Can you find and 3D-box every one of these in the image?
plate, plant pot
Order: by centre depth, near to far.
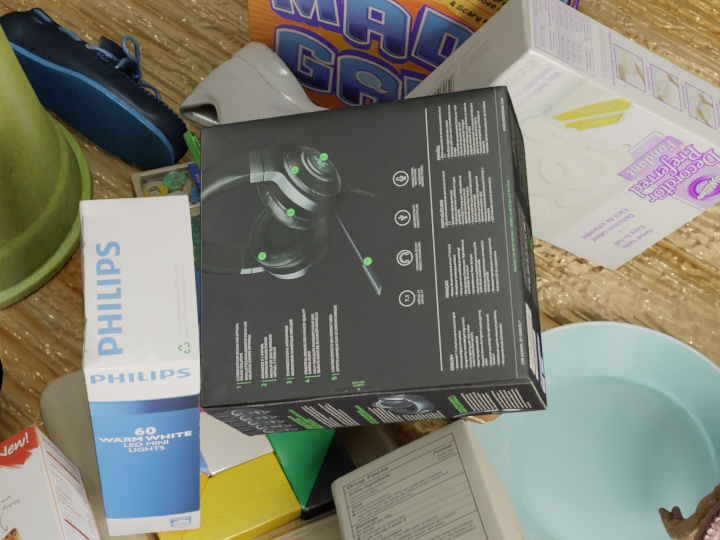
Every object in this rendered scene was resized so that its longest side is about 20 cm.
[{"bbox_3d":[0.164,0.124,0.833,0.199,0.026,0.201,1,58,-2],"label":"plate"},{"bbox_3d":[-0.293,-0.098,0.866,0.200,0.184,0.201,1,56,-1],"label":"plant pot"}]

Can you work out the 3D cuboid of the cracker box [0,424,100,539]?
[{"bbox_3d":[-0.203,0.198,0.703,0.134,0.058,0.200,-31,45,1],"label":"cracker box"}]

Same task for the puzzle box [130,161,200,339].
[{"bbox_3d":[-0.071,-0.007,0.886,0.133,0.025,0.200,-13,49,-16],"label":"puzzle box"}]

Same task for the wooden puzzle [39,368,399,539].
[{"bbox_3d":[-0.085,0.113,0.824,0.199,0.037,0.185,-21,61,-15],"label":"wooden puzzle"}]

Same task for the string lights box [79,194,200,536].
[{"bbox_3d":[-0.120,0.059,0.717,0.059,0.200,0.103,-3,57,-9],"label":"string lights box"}]

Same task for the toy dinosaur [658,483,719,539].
[{"bbox_3d":[0.255,0.129,0.739,0.199,0.136,0.086,-17,66,-21],"label":"toy dinosaur"}]

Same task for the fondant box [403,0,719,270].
[{"bbox_3d":[0.140,-0.085,0.849,0.200,0.144,0.058,20,52,-28],"label":"fondant box"}]

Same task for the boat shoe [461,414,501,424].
[{"bbox_3d":[0.054,0.019,0.873,0.076,0.074,0.200,26,38,-37],"label":"boat shoe"}]

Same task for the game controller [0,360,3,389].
[{"bbox_3d":[-0.318,0.051,0.831,0.200,0.042,0.105,31,93,16],"label":"game controller"}]

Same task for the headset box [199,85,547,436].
[{"bbox_3d":[0.000,0.000,0.758,0.199,0.093,0.175,-7,72,12],"label":"headset box"}]

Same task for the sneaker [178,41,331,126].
[{"bbox_3d":[-0.053,-0.079,0.900,0.088,0.075,0.200,-34,50,-16],"label":"sneaker"}]

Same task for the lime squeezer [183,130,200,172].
[{"bbox_3d":[-0.051,-0.027,0.845,0.200,0.071,0.038,24,16,24],"label":"lime squeezer"}]

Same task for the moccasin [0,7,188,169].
[{"bbox_3d":[-0.199,-0.149,0.966,0.200,0.081,0.068,34,58,18],"label":"moccasin"}]

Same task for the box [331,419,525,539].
[{"bbox_3d":[0.051,0.183,0.699,0.095,0.078,0.200,-27,31,8],"label":"box"}]

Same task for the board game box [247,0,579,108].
[{"bbox_3d":[0.049,-0.227,0.952,0.199,0.200,0.200,23,59,13],"label":"board game box"}]
